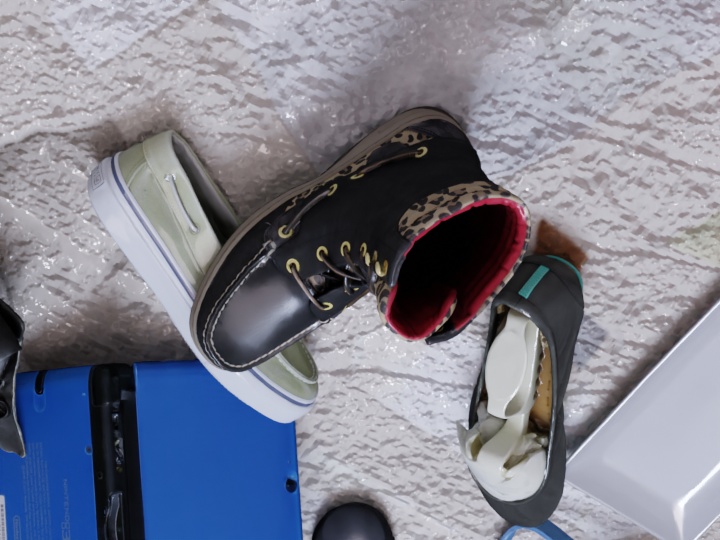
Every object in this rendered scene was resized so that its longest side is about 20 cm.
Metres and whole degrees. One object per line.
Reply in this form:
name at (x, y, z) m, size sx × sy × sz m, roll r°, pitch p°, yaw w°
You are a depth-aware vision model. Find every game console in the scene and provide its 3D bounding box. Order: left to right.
game console at (-0.137, 0.158, 1.370) m, size 0.170 × 0.118 × 0.201 m, roll -7°, pitch 84°, yaw 36°

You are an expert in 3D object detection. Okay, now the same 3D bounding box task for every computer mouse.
computer mouse at (-0.001, 0.238, 1.465) m, size 0.058 × 0.034 × 0.201 m, roll -3°, pitch 122°, yaw 3°

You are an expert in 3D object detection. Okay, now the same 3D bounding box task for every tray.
tray at (0.222, 0.082, 1.368) m, size 0.107 × 0.022 × 0.200 m, roll 32°, pitch 118°, yaw -16°

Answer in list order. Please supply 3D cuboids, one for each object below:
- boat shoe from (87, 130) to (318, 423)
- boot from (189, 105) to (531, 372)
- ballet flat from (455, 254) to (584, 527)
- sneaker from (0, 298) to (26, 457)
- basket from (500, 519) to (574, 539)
boat shoe at (-0.080, 0.006, 1.303) m, size 0.062 × 0.072 × 0.200 m, roll -30°, pitch 113°, yaw 21°
boot at (0.000, 0.000, 1.220) m, size 0.200 × 0.151 × 0.073 m, roll -38°, pitch 116°, yaw -2°
ballet flat at (0.091, 0.084, 1.344) m, size 0.068 × 0.068 × 0.201 m, roll 18°, pitch 123°, yaw 25°
sneaker at (-0.236, 0.019, 1.299) m, size 0.104 × 0.060 × 0.200 m, roll 31°, pitch 128°, yaw 23°
basket at (0.151, 0.274, 1.432) m, size 0.200 × 0.139 × 0.177 m, roll 34°, pitch 122°, yaw 22°
